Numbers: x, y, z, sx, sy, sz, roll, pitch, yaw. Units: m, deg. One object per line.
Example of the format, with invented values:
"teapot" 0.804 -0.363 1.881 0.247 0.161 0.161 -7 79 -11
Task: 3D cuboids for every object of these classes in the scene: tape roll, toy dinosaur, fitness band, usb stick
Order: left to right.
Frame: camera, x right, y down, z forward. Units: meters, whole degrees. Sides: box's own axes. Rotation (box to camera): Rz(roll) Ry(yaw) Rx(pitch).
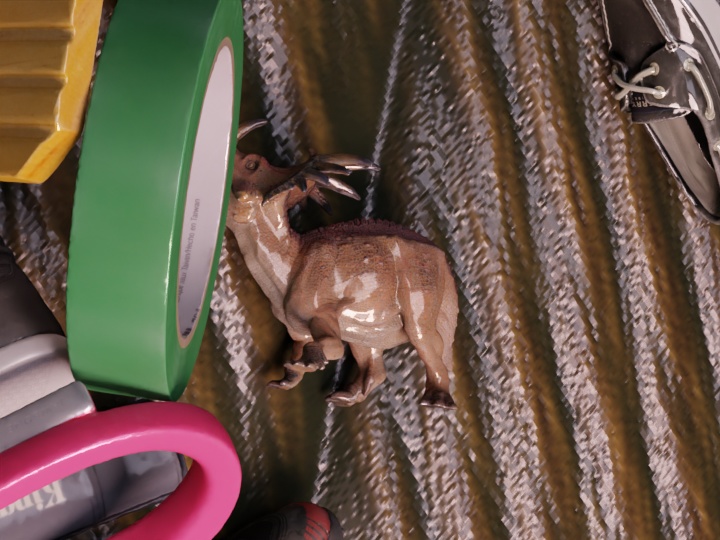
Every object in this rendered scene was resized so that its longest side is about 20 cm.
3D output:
"usb stick" -0.178 0.119 1.080 0.199 0.033 0.056 -19 104 -30
"fitness band" -0.151 0.124 1.014 0.199 0.038 0.144 -27 143 -4
"tape roll" -0.095 -0.040 1.023 0.048 0.200 0.202 9 86 2
"toy dinosaur" 0.000 0.000 1.164 0.199 0.086 0.137 17 75 -37

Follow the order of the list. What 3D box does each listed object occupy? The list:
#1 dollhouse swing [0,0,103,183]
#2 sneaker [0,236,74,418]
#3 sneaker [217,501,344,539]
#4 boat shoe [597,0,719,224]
"dollhouse swing" -0.230 -0.136 0.959 0.181 0.175 0.202 11 86 -32
"sneaker" -0.240 0.045 1.027 0.199 0.071 0.100 -23 61 -4
"sneaker" -0.091 0.176 1.113 0.200 0.071 0.098 -40 113 -24
"boat shoe" 0.186 -0.116 1.282 0.064 0.071 0.200 -46 115 -24
